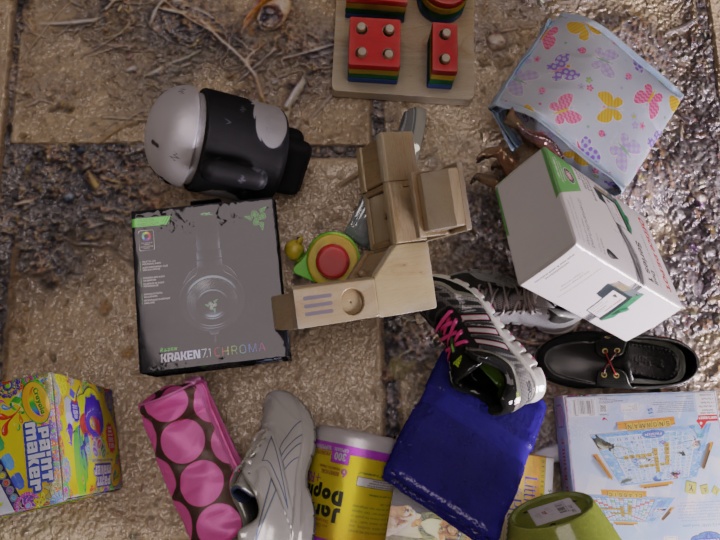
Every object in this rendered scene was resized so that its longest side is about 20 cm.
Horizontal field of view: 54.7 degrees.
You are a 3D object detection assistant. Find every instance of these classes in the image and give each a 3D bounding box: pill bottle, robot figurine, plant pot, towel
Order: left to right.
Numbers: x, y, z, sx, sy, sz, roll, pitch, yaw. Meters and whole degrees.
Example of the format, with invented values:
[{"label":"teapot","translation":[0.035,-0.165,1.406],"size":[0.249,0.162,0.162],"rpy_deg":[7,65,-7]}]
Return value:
[{"label":"robot figurine","translation":[-0.163,-0.149,0.852],"size":[0.196,0.150,0.128],"rpy_deg":[9,78,-27]},{"label":"pill bottle","translation":[-0.020,0.284,0.783],"size":[0.102,0.104,0.204],"rpy_deg":[10,76,-1]},{"label":"towel","translation":[0.123,0.197,0.806],"size":[0.146,0.050,0.201],"rpy_deg":[30,48,7]},{"label":"plant pot","translation":[0.226,0.346,0.725],"size":[0.184,0.187,0.204],"rpy_deg":[-16,88,-7]}]

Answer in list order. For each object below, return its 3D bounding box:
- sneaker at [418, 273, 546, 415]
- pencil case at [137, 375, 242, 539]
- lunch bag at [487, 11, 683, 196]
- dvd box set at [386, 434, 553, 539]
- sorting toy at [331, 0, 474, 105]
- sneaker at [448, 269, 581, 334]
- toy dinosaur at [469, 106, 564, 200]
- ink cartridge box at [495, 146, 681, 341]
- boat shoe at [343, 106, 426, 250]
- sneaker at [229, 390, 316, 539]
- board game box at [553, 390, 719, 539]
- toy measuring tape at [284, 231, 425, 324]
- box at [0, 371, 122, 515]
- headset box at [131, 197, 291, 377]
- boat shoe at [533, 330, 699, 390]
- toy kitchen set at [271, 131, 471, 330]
[{"label":"sneaker","translation":[0.125,0.088,0.810],"size":[0.200,0.074,0.087],"rpy_deg":[48,43,15]},{"label":"pencil case","translation":[-0.177,0.221,0.798],"size":[0.093,0.090,0.202],"rpy_deg":[-33,81,25]},{"label":"lunch bag","translation":[0.284,-0.213,0.911],"size":[0.199,0.127,0.171],"rpy_deg":[37,77,-6]},{"label":"dvd box set","translation":[0.128,0.284,0.831],"size":[0.196,0.029,0.149],"rpy_deg":[9,76,-1]},{"label":"sorting toy","translation":[0.063,-0.341,0.954],"size":[0.195,0.070,0.203],"rpy_deg":[3,76,-3]},{"label":"sneaker","translation":[0.188,0.028,0.851],"size":[0.195,0.116,0.077],"rpy_deg":[5,76,-3]},{"label":"toy dinosaur","translation":[0.215,-0.113,0.862],"size":[0.134,0.201,0.086],"rpy_deg":[34,64,17]},{"label":"ink cartridge box","translation":[0.258,-0.026,0.794],"size":[0.198,0.084,0.148],"rpy_deg":[23,44,-31]},{"label":"boat shoe","translation":[0.030,-0.127,0.900],"size":[0.070,0.070,0.204],"rpy_deg":[20,79,-5]},{"label":"sneaker","translation":[-0.097,0.215,0.762],"size":[0.086,0.075,0.202],"rpy_deg":[20,40,-26]},{"label":"board game box","translation":[0.344,0.252,0.846],"size":[0.195,0.041,0.204],"rpy_deg":[-1,77,-4]},{"label":"toy measuring tape","translation":[0.000,0.000,0.871],"size":[0.197,0.074,0.075],"rpy_deg":[23,76,-5]},{"label":"box","translation":[-0.376,0.196,0.732],"size":[0.189,0.200,0.125],"rpy_deg":[-10,76,-7]},{"label":"headset box","translation":[-0.177,0.016,0.839],"size":[0.170,0.093,0.204],"rpy_deg":[-5,79,-5]},{"label":"boat shoe","translation":[0.318,0.111,0.869],"size":[0.197,0.063,0.075],"rpy_deg":[2,79,-2]},{"label":"toy kitchen set","translation":[0.002,-0.049,0.755],"size":[0.177,0.163,0.205],"rpy_deg":[-7,88,-26]}]
